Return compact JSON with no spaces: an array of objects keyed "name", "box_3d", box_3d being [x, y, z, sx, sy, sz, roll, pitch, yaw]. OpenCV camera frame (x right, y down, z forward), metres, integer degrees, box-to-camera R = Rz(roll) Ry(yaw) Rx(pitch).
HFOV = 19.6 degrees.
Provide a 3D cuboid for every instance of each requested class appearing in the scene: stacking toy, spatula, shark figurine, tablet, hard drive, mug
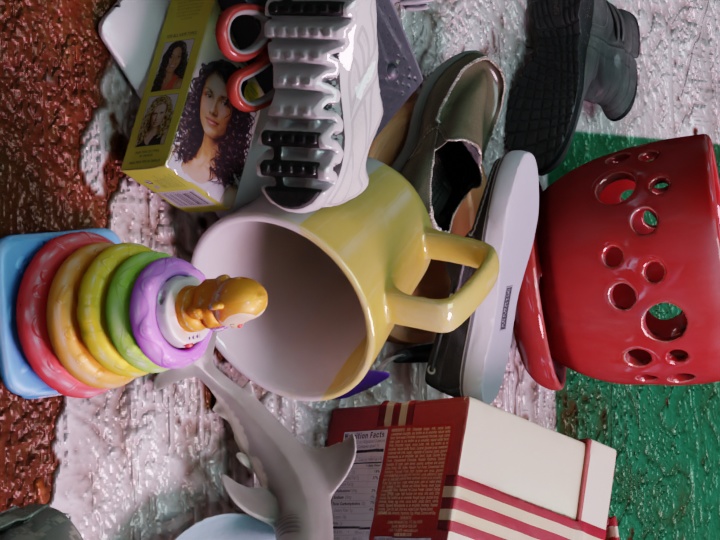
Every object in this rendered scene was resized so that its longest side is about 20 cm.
[{"name":"stacking toy","box_3d":[-0.133,0.025,1.323,0.116,0.199,0.111,-7,92,-50]},{"name":"spatula","box_3d":[0.025,0.075,1.625,0.199,0.056,0.021,-15,80,-55]},{"name":"shark figurine","box_3d":[-0.052,0.124,1.481,0.216,0.089,0.128,61,17,8]},{"name":"tablet","box_3d":[-0.105,-0.136,1.510,0.201,0.014,0.130,58,49,-29]},{"name":"hard drive","box_3d":[-0.036,-0.182,1.474,0.135,0.042,0.201,-52,125,-38]},{"name":"mug","box_3d":[-0.007,0.003,1.503,0.186,0.150,0.153,36,41,8]}]

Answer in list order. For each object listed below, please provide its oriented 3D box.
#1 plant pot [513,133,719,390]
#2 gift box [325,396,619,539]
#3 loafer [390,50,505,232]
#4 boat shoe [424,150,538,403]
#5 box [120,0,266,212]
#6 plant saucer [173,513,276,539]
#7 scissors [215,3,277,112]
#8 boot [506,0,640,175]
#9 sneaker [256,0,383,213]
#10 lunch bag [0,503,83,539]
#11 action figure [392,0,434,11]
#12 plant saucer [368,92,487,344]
[{"name":"plant pot","box_3d":[0.214,-0.002,1.710,0.200,0.181,0.202,-6,90,-79]},{"name":"gift box","box_3d":[0.075,0.213,1.577,0.186,0.184,0.202,22,75,-37]},{"name":"loafer","box_3d":[0.074,-0.089,1.623,0.075,0.069,0.201,48,54,-36]},{"name":"boat shoe","box_3d":[0.092,0.003,1.621,0.069,0.056,0.202,6,95,-65]},{"name":"box","box_3d":[-0.103,-0.147,1.465,0.075,0.050,0.202,32,64,-44]},{"name":"plant saucer","box_3d":[-0.104,0.272,1.463,0.200,0.038,0.203,6,83,-49]},{"name":"scissors","box_3d":[-0.029,-0.181,1.437,0.200,0.014,0.074,-40,118,-35]},{"name":"boot","box_3d":[0.198,-0.158,1.826,0.131,0.069,0.202,33,68,-49]},{"name":"sneaker","box_3d":[-0.019,-0.139,1.400,0.081,0.075,0.202,-1,101,-52]},{"name":"lunch bag","box_3d":[-0.240,0.237,1.231,0.199,0.139,0.169,-11,96,-50]},{"name":"action figure","box_3d":[0.055,-0.274,1.664,0.199,0.069,0.131,-7,101,-45]},{"name":"plant saucer","box_3d":[0.044,-0.042,1.663,0.199,0.032,0.202,5,83,-48]}]
